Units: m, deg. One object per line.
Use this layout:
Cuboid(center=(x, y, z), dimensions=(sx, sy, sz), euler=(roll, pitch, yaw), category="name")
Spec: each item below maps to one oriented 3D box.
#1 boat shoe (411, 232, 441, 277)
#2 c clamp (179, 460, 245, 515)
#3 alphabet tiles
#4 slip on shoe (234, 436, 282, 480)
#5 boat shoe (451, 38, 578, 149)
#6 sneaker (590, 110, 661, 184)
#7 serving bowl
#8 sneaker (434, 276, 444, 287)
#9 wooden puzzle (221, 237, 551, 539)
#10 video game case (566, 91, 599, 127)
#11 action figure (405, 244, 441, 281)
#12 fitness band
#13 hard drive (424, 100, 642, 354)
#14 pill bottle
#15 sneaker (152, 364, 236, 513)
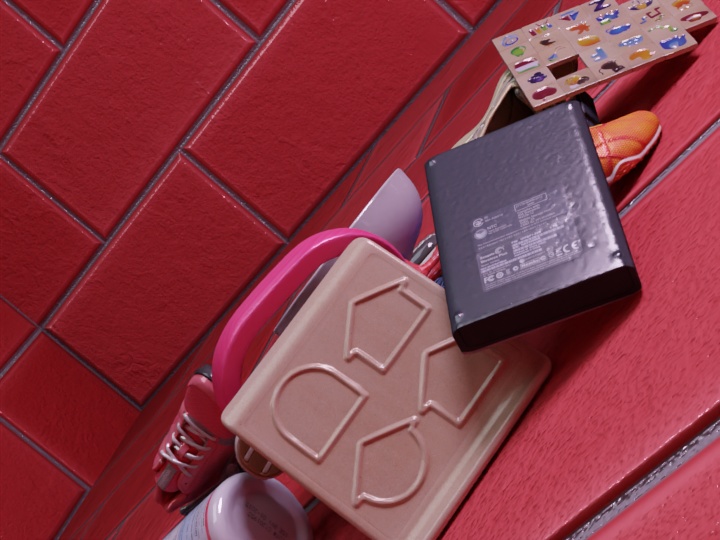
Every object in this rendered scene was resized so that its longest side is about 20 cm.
Cuboid(center=(0.029, 0.032, 1.372), dimensions=(0.071, 0.061, 0.202), euler=(5, -54, -56), category="boat shoe")
Cuboid(center=(-0.066, 0.172, 1.214), dimensions=(0.170, 0.027, 0.199), euler=(-35, -12, 23), category="c clamp")
Cuboid(center=(0.242, -0.231, 1.225), dimensions=(0.197, 0.008, 0.168), euler=(-21, 33, 3), category="alphabet tiles")
Cuboid(center=(-0.040, 0.093, 1.092), dimensions=(0.202, 0.075, 0.061), euler=(-57, 2, -4), category="slip on shoe")
Cuboid(center=(0.159, -0.149, 1.262), dimensions=(0.201, 0.073, 0.063), euler=(-54, 16, -1), category="boat shoe")
Cuboid(center=(0.178, -0.099, 1.070), dimensions=(0.198, 0.078, 0.073), euler=(-27, 6, -20), category="sneaker")
Cuboid(center=(0.000, 0.000, 1.205), dimensions=(0.201, 0.066, 0.200), euler=(-52, 0, -1), category="serving bowl")
Cuboid(center=(0.078, 0.036, 1.075), dimensions=(0.199, 0.070, 0.078), euler=(-40, -8, 16), category="sneaker")
Cuboid(center=(0.019, 0.096, 0.945), dimensions=(0.186, 0.199, 0.046), euler=(-52, -25, -13), category="wooden puzzle")
Cuboid(center=(0.172, -0.090, 1.250), dimensions=(0.181, 0.025, 0.200), euler=(-49, 8, 20), category="video game case")
Cuboid(center=(0.107, -0.065, 1.160), dimensions=(0.200, 0.052, 0.066), euler=(-45, -23, -16), category="action figure")
Cuboid(center=(-0.033, 0.060, 1.022), dimensions=(0.200, 0.144, 0.037), euler=(-48, 26, -9), category="fitness band")
Cuboid(center=(0.124, -0.040, 0.949), dimensions=(0.138, 0.033, 0.202), euler=(-21, 41, 14), category="hard drive")
Cuboid(center=(-0.137, 0.280, 1.152), dimensions=(0.200, 0.108, 0.109), euler=(-45, 10, 38), category="pill bottle")
Cuboid(center=(-0.150, 0.167, 1.146), dimensions=(0.087, 0.073, 0.201), euler=(-43, -16, -34), category="sneaker")
